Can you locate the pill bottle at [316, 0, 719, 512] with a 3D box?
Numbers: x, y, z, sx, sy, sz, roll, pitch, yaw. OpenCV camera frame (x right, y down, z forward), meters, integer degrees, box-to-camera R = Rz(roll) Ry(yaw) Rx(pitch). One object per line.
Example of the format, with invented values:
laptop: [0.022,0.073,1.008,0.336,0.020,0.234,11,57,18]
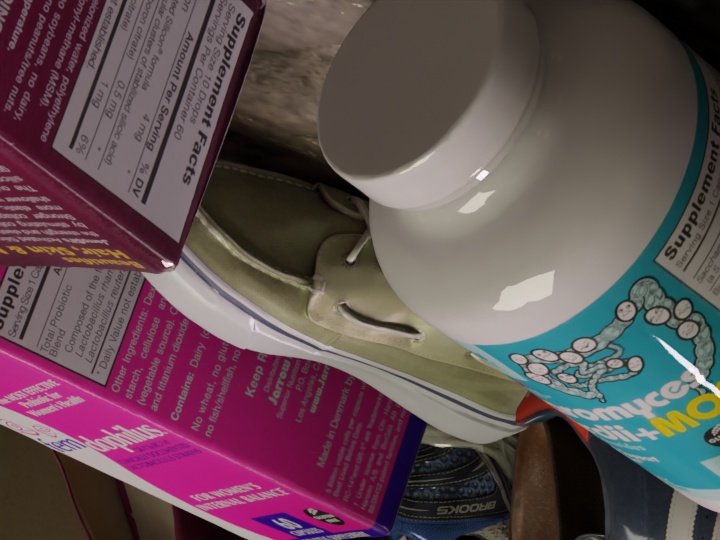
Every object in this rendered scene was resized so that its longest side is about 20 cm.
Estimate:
pill bottle: [0.078,-0.011,0.756,0.110,0.111,0.200,-5,150,47]

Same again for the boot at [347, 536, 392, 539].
boot: [-0.018,0.148,1.105,0.065,0.201,0.165,-19,141,19]

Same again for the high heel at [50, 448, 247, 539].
high heel: [-0.115,0.085,1.104,0.067,0.096,0.201,-24,106,24]

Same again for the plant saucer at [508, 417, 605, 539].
plant saucer: [0.085,0.153,1.017,0.036,0.202,0.201,1,160,-3]

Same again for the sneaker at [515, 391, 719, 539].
sneaker: [0.131,0.103,0.909,0.200,0.084,0.075,55,-162,18]

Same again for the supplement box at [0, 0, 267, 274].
supplement box: [-0.144,-0.087,0.759,0.130,0.104,0.200,0,153,39]

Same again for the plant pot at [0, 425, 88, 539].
plant pot: [-0.128,0.152,1.227,0.186,0.201,0.188,15,159,6]

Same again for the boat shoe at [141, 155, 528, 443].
boat shoe: [0.000,0.000,0.941,0.199,0.072,0.062,26,134,-30]

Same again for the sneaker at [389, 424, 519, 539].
sneaker: [0.056,0.124,1.165,0.077,0.086,0.200,6,157,30]

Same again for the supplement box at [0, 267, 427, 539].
supplement box: [-0.077,0.025,1.000,0.199,0.104,0.101,28,158,-22]
